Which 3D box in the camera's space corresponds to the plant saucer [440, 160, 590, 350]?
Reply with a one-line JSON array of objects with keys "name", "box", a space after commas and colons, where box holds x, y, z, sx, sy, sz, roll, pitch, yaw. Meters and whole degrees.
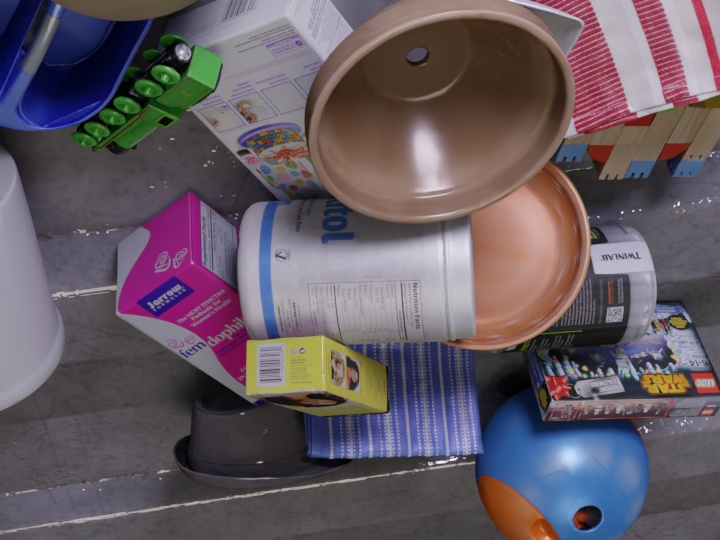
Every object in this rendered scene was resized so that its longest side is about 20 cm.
[{"name": "plant saucer", "box": [0.115, -0.025, 1.059, 0.200, 0.201, 0.037, -18, 173, 6]}]

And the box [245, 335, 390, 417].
[{"name": "box", "box": [-0.034, 0.100, 1.019, 0.075, 0.050, 0.200, -5, 167, 17]}]

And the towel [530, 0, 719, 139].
[{"name": "towel", "box": [0.224, -0.189, 0.890, 0.199, 0.023, 0.144, -14, 122, 28]}]

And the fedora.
[{"name": "fedora", "box": [-0.108, 0.166, 1.224, 0.199, 0.177, 0.091, -6, 104, -28]}]

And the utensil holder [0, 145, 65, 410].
[{"name": "utensil holder", "box": [-0.361, 0.002, 0.979, 0.169, 0.170, 0.200, -6, 132, -6]}]

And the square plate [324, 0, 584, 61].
[{"name": "square plate", "box": [0.058, -0.177, 0.926, 0.199, 0.029, 0.198, 17, 148, -4]}]

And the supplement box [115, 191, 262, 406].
[{"name": "supplement box", "box": [-0.133, 0.031, 1.099, 0.101, 0.104, 0.200, -33, 130, 22]}]

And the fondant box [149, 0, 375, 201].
[{"name": "fondant box", "box": [-0.055, -0.144, 0.939, 0.144, 0.058, 0.200, -11, 139, 32]}]

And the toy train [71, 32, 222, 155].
[{"name": "toy train", "box": [-0.176, -0.136, 0.911, 0.056, 0.042, 0.200, 23, 155, -29]}]

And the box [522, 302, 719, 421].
[{"name": "box", "box": [0.280, 0.097, 1.223, 0.199, 0.137, 0.040, 0, 137, -12]}]

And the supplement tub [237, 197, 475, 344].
[{"name": "supplement tub", "box": [0.000, 0.000, 0.989, 0.199, 0.132, 0.132, -3, 136, 6]}]

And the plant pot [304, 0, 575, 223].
[{"name": "plant pot", "box": [0.053, -0.137, 0.846, 0.200, 0.093, 0.201, -7, 138, -7]}]

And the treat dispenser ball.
[{"name": "treat dispenser ball", "box": [0.233, 0.231, 1.302, 0.200, 0.201, 0.201, -6, 135, -6]}]

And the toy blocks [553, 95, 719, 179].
[{"name": "toy blocks", "box": [0.253, -0.139, 1.028, 0.199, 0.100, 0.137, -2, 146, -11]}]

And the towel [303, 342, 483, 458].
[{"name": "towel", "box": [0.033, 0.128, 1.206, 0.199, 0.145, 0.024, 1, 162, -14]}]

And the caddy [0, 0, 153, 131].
[{"name": "caddy", "box": [-0.238, -0.196, 0.846, 0.141, 0.105, 0.200, 19, 128, -26]}]

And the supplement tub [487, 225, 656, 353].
[{"name": "supplement tub", "box": [0.186, 0.019, 1.138, 0.199, 0.123, 0.123, -4, 135, -9]}]

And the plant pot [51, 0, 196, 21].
[{"name": "plant pot", "box": [-0.139, -0.261, 0.719, 0.200, 0.134, 0.201, -7, 105, -26]}]
